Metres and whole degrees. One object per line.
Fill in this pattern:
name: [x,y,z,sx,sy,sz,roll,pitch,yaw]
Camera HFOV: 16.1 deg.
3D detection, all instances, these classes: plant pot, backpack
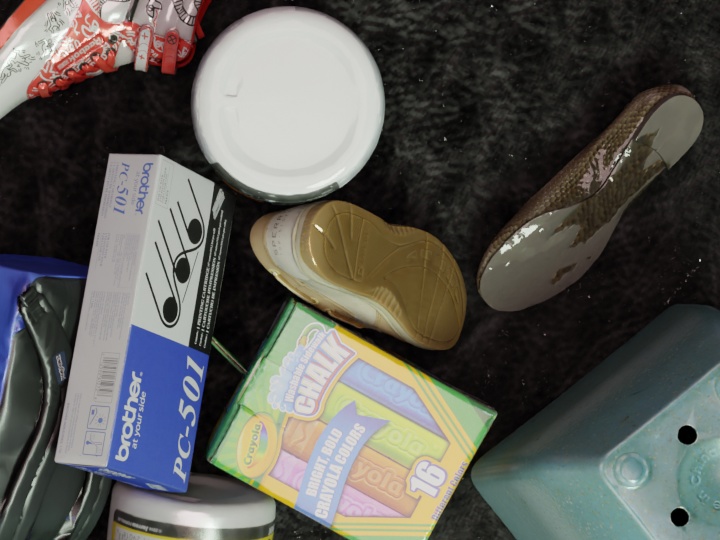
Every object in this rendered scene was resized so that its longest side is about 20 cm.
plant pot: [0.214,0.143,1.650,0.196,0.200,0.196,-38,87,-8]
backpack: [-0.239,0.090,1.664,0.167,0.162,0.201,13,95,34]

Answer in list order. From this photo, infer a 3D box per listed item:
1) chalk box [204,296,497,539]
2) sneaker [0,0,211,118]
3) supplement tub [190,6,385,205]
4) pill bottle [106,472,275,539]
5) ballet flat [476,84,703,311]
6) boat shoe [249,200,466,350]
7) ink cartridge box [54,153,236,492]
chalk box: [-0.028,0.096,1.692,0.199,0.125,0.124,28,89,-2]
sneaker: [-0.177,-0.151,1.709,0.108,0.067,0.202,38,86,0]
supplement tub: [-0.049,-0.103,1.650,0.122,0.200,0.123,0,92,-3]
pill bottle: [-0.120,0.241,1.691,0.111,0.111,0.201,7,97,-3]
ballet flat: [0.153,-0.053,1.743,0.200,0.046,0.067,-47,124,4]
boat shoe: [0.000,0.000,1.684,0.069,0.200,0.074,4,72,35]
ink cartridge box: [-0.135,0.034,1.621,0.044,0.094,0.201,3,78,30]
